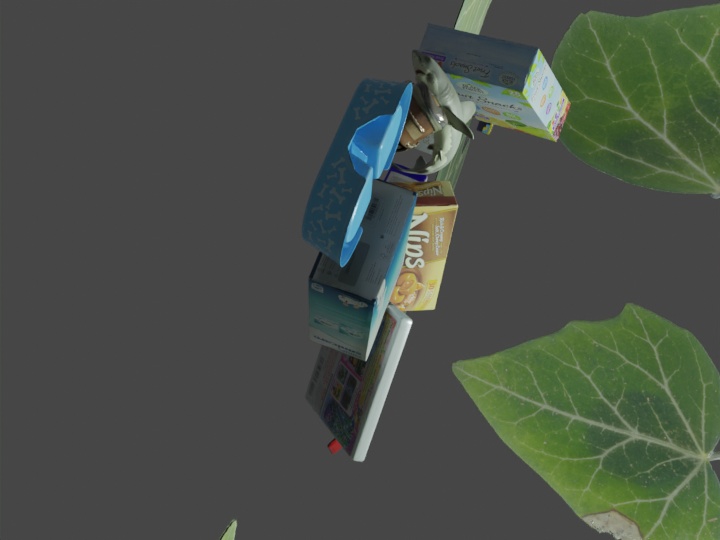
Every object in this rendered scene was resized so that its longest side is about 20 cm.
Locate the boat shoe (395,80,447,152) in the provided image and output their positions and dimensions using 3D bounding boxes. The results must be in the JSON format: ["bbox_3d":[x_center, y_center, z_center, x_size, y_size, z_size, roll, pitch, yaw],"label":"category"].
[{"bbox_3d":[0.053,-0.184,1.156,0.071,0.076,0.200,-36,-177,2],"label":"boat shoe"}]

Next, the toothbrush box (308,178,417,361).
[{"bbox_3d":[0.000,0.000,1.139,0.201,0.084,0.149,93,17,-67],"label":"toothbrush box"}]

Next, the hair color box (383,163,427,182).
[{"bbox_3d":[0.040,-0.046,1.444,0.110,0.064,0.202,-63,172,-47],"label":"hair color box"}]

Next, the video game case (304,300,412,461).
[{"bbox_3d":[-0.008,0.125,1.293,0.182,0.023,0.204,39,-67,59],"label":"video game case"}]

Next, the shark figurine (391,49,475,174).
[{"bbox_3d":[0.117,-0.190,1.283,0.089,0.128,0.216,-38,155,-29],"label":"shark figurine"}]

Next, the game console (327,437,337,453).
[{"bbox_3d":[-0.027,0.313,2.160,0.200,0.116,0.176,88,-7,-75],"label":"game console"}]

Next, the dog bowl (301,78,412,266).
[{"bbox_3d":[-0.004,-0.104,0.951,0.112,0.049,0.203,94,16,-68],"label":"dog bowl"}]

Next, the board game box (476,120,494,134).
[{"bbox_3d":[0.489,-0.602,3.540,0.200,0.056,0.168,-50,161,-73],"label":"board game box"}]

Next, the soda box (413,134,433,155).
[{"bbox_3d":[0.125,-0.250,1.526,0.200,0.063,0.069,79,32,-76],"label":"soda box"}]

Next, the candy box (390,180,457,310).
[{"bbox_3d":[0.061,-0.030,1.336,0.056,0.113,0.203,-105,-163,-45],"label":"candy box"}]

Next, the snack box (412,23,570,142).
[{"bbox_3d":[0.186,-0.257,1.315,0.199,0.166,0.069,28,83,-62],"label":"snack box"}]
